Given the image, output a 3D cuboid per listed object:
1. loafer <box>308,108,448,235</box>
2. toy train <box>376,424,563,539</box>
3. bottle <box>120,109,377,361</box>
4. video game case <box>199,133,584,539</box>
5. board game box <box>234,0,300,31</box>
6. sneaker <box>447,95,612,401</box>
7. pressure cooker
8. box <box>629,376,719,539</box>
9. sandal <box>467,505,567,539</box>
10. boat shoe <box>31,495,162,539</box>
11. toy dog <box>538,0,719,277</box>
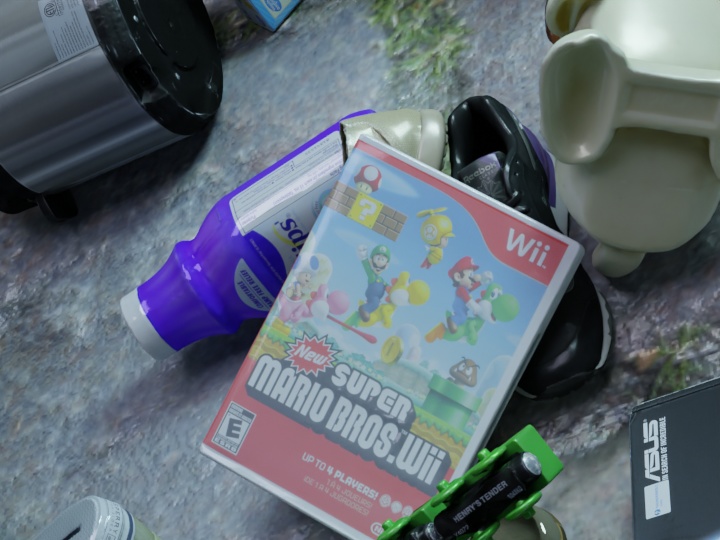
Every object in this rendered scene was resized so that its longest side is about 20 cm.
[{"bbox_3d":[0.000,0.000,1.294,0.068,0.076,0.201,13,77,-1],"label":"loafer"},{"bbox_3d":[0.026,0.146,1.167,0.200,0.042,0.056,-40,-3,30],"label":"toy train"},{"bbox_3d":[-0.054,-0.016,1.378,0.199,0.084,0.065,-32,36,8],"label":"bottle"},{"bbox_3d":[0.016,0.044,1.232,0.142,0.017,0.201,28,91,17],"label":"video game case"},{"bbox_3d":[-0.076,-0.280,1.537,0.135,0.200,0.034,-48,41,-10],"label":"board game box"},{"bbox_3d":[0.082,-0.017,1.273,0.075,0.088,0.201,-27,43,14],"label":"sneaker"},{"bbox_3d":[-0.216,-0.145,1.542,0.199,0.179,0.177,-23,47,18],"label":"pressure cooker"},{"bbox_3d":[0.210,0.133,1.074,0.160,0.044,0.201,-20,45,27],"label":"box"},{"bbox_3d":[0.043,0.198,1.141,0.080,0.054,0.201,6,59,40],"label":"sandal"},{"bbox_3d":[-0.189,0.201,1.302,0.200,0.062,0.072,-35,32,34],"label":"boat shoe"},{"bbox_3d":[0.168,-0.114,1.262,0.139,0.195,0.201,0,39,4],"label":"toy dog"}]
